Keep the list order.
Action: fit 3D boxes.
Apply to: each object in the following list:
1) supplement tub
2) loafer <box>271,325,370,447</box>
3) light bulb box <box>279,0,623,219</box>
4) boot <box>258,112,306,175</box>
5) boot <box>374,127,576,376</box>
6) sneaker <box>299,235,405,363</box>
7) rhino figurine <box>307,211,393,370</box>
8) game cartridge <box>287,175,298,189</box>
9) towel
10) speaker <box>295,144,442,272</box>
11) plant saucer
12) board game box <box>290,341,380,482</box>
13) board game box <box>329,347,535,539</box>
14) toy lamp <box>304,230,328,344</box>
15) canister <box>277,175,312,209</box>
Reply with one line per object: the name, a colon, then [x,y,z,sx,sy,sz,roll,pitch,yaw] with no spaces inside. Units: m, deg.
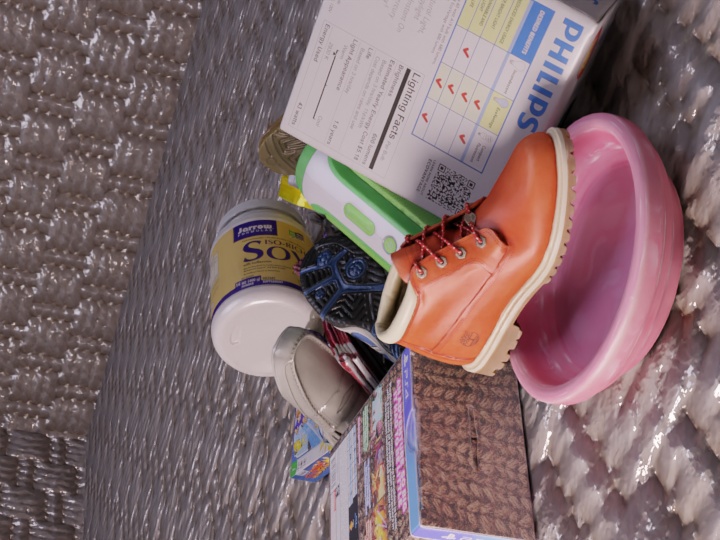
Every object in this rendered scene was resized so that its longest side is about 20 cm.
supplement tub: [-0.122,0.018,1.592,0.202,0.143,0.146,-99,27,-47]
loafer: [-0.020,0.121,1.174,0.069,0.200,0.071,13,63,37]
light bulb box: [0.071,-0.164,0.962,0.125,0.198,0.200,-44,-19,-57]
boot: [-0.020,-0.196,1.178,0.173,0.066,0.202,-24,41,16]
boot: [0.080,-0.017,0.878,0.075,0.106,0.202,-104,32,-57]
sneaker: [0.019,0.042,1.113,0.076,0.077,0.200,-47,57,-3]
rhino figurine: [0.000,0.000,1.219,0.201,0.059,0.088,62,-178,-34]
game cartridge: [-0.017,-0.139,1.353,0.199,0.041,0.135,18,-95,-65]
towel: [-0.002,0.081,1.202,0.023,0.145,0.201,-34,31,3]
speaker: [0.035,-0.042,1.027,0.200,0.088,0.089,41,124,30]
plant saucer: [0.163,-0.005,0.863,0.200,0.050,0.204,-169,90,-73]
board game box: [-0.029,0.149,1.397,0.200,0.034,0.137,134,144,-59]
board game box: [0.050,0.184,1.022,0.201,0.095,0.161,123,153,-49]
toy lamp: [-0.031,0.012,1.403,0.058,0.058,0.202,126,165,-52]
canister: [-0.031,-0.175,1.525,0.148,0.085,0.203,-149,73,-72]
